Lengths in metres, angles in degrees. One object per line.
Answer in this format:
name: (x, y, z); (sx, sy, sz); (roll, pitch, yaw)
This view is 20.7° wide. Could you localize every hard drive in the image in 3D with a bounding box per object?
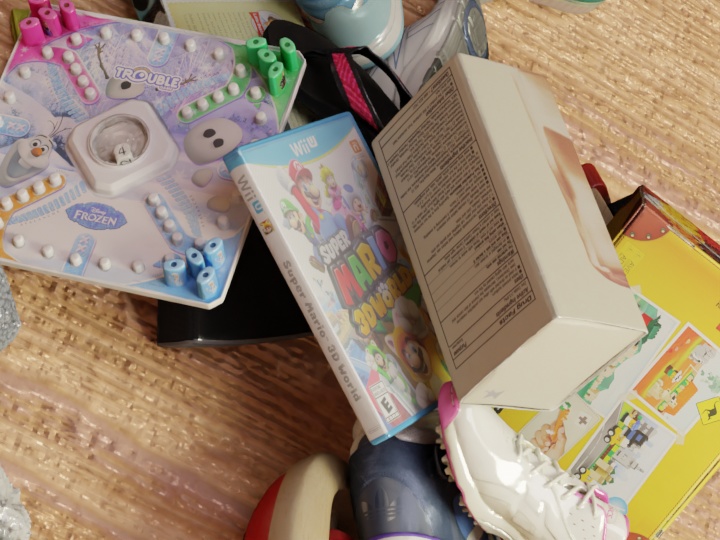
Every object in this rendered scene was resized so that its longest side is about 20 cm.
hard drive: (-0.045, -0.016, 1.346); (0.199, 0.042, 0.136); (-10, 113, -35)

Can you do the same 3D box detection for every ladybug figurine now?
ladybug figurine: (-0.034, 0.206, 1.256); (0.201, 0.071, 0.136); (-83, 151, -52)

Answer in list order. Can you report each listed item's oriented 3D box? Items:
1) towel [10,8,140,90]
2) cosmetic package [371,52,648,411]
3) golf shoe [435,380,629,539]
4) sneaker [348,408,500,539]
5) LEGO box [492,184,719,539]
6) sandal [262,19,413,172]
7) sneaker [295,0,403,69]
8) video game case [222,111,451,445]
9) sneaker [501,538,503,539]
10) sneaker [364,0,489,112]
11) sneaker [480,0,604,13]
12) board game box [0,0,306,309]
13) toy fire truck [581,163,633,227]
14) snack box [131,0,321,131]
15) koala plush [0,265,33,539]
towel: (-0.149, -0.139, 1.392); (0.198, 0.018, 0.087); (0, 65, -30)
cosmetic package: (0.091, -0.023, 1.245); (0.087, 0.103, 0.201); (9, 52, -39)
golf shoe: (0.117, 0.146, 1.255); (0.201, 0.091, 0.075); (61, 20, -19)
sneaker: (0.057, 0.157, 1.324); (0.200, 0.080, 0.148); (40, 41, -51)
LEGO box: (0.183, 0.070, 1.309); (0.149, 0.201, 0.077); (38, 13, -2)
sandal: (0.012, -0.114, 1.357); (0.200, 0.045, 0.075); (45, 38, 21)
sneaker: (-0.023, -0.260, 1.435); (0.131, 0.079, 0.202); (48, 27, -54)
video game case: (0.000, 0.000, 1.266); (0.143, 0.018, 0.201); (-25, 86, -57)
sneaker: (0.135, 0.166, 1.397); (0.088, 0.081, 0.202); (-8, 74, -35)
sneaker: (0.041, -0.159, 1.475); (0.200, 0.086, 0.075); (-58, 140, -49)
sneaker: (0.133, -0.255, 1.570); (0.198, 0.080, 0.072); (1, 70, -31)
board game box: (-0.156, -0.085, 1.279); (0.198, 0.026, 0.201); (11, 61, 12)
toy fire truck: (0.131, -0.034, 1.451); (0.128, 0.176, 0.201); (-26, 55, 2)
snack box: (-0.088, -0.153, 1.394); (0.115, 0.037, 0.201); (-6, 63, -36)
koala plush: (-0.277, 0.106, 1.144); (0.177, 0.183, 0.201); (-39, 114, -37)
